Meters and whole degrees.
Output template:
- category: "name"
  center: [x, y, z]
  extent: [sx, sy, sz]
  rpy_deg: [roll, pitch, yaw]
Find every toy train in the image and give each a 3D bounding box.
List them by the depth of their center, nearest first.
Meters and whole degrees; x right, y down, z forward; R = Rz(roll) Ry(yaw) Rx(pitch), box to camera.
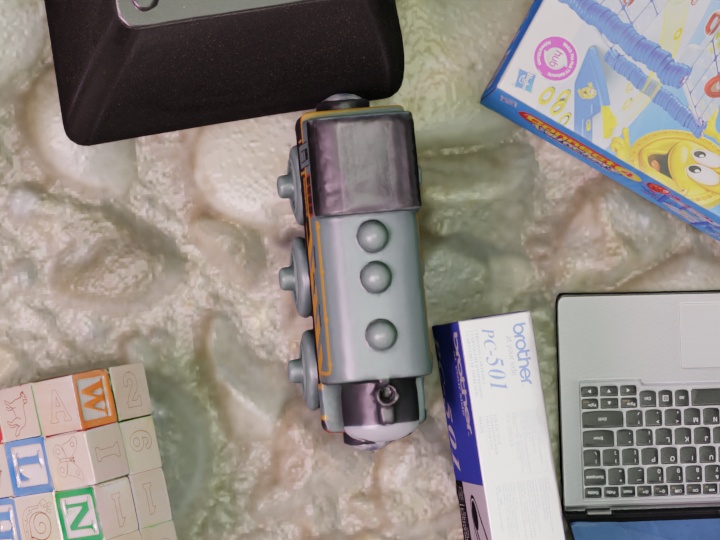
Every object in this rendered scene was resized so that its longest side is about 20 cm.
- category: "toy train"
  center: [0.000, 0.000, 1.192]
  extent: [0.085, 0.114, 0.201]
  rpy_deg: [-4, 89, -7]

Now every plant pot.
- category: "plant pot"
  center: [-0.076, -0.191, 1.165]
  extent: [0.198, 0.177, 0.201]
  rpy_deg: [-9, 87, -8]

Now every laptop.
- category: "laptop"
  center: [0.214, 0.108, 1.213]
  extent: [0.186, 0.116, 0.201]
  rpy_deg: [-1, 87, -8]

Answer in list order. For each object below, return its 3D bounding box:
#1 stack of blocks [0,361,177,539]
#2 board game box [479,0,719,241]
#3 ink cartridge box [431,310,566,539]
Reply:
- category: "stack of blocks"
  center: [-0.158, 0.158, 1.162]
  extent: [0.115, 0.058, 0.201]
  rpy_deg: [-12, 88, 34]
- category: "board game box"
  center: [0.203, -0.138, 1.257]
  extent: [0.195, 0.056, 0.201]
  rpy_deg: [29, 83, -4]
- category: "ink cartridge box"
  center: [0.082, 0.125, 1.206]
  extent: [0.044, 0.094, 0.201]
  rpy_deg: [-8, 88, -7]
